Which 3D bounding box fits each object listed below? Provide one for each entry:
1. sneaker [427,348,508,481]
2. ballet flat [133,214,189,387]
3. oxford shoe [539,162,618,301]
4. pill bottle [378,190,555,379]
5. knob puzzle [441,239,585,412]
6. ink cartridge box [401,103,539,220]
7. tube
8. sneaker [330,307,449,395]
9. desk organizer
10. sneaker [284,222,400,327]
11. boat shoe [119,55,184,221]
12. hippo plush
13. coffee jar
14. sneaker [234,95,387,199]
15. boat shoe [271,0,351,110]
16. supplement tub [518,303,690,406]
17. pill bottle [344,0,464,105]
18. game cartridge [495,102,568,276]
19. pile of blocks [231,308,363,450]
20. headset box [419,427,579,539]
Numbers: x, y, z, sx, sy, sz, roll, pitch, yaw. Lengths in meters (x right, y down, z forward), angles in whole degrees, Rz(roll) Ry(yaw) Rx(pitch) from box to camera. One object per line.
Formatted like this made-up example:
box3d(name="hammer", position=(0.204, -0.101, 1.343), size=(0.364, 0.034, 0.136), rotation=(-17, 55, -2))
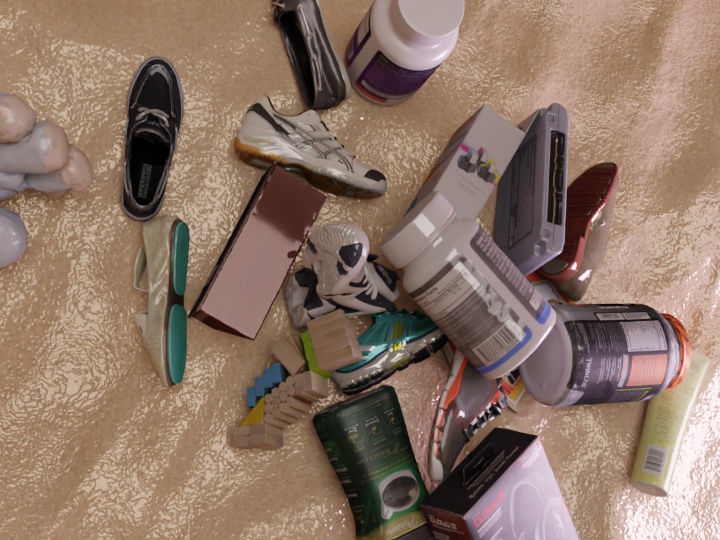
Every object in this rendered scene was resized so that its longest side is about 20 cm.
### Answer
box3d(name="sneaker", position=(0.134, 0.159, 1.301), size=(0.080, 0.077, 0.203), rotation=(18, 67, 5))
box3d(name="ballet flat", position=(-0.234, 0.037, 1.275), size=(0.061, 0.067, 0.204), rotation=(-3, 75, 12))
box3d(name="oxford shoe", position=(0.295, -0.052, 1.438), size=(0.075, 0.070, 0.202), rotation=(48, 61, -35))
box3d(name="pill bottle", position=(0.119, 0.015, 1.252), size=(0.114, 0.114, 0.200), rotation=(-44, 96, -18))
box3d(name="knob puzzle", position=(0.174, 0.047, 1.393), size=(0.215, 0.030, 0.224), rotation=(3, 79, -15))
box3d(name="ink cartridge box", position=(0.134, -0.127, 1.370), size=(0.067, 0.115, 0.202), rotation=(34, 72, -7))
box3d(name="tube", position=(0.399, 0.190, 1.424), size=(0.058, 0.051, 0.203), rotation=(42, 61, -45))
box3d(name="sneaker", position=(0.048, 0.075, 1.328), size=(0.197, 0.078, 0.081), rotation=(-24, 75, -12))
box3d(name="desk organizer", position=(-0.121, -0.018, 1.303), size=(0.076, 0.072, 0.202), rotation=(29, 73, -11))
box3d(name="sneaker", position=(0.000, 0.000, 1.274), size=(0.128, 0.200, 0.080), rotation=(-10, 62, -27))
box3d(name="boat shoe", position=(-0.248, -0.163, 1.295), size=(0.070, 0.068, 0.204), rotation=(11, 77, -13))
box3d(name="hippo plush", position=(-0.408, -0.098, 1.190), size=(0.198, 0.159, 0.163), rotation=(31, 73, -8))
box3d(name="coffee jar", position=(0.024, 0.245, 1.285), size=(0.103, 0.085, 0.203), rotation=(-18, 84, -25))
box3d(name="sneaker", position=(-0.052, -0.153, 1.344), size=(0.197, 0.076, 0.089), rotation=(20, 75, -12))
box3d(name="boat shoe", position=(-0.076, -0.296, 1.368), size=(0.056, 0.067, 0.203), rotation=(-25, 90, -28))
box3d(name="supplement tub", position=(0.304, 0.103, 1.361), size=(0.197, 0.122, 0.125), rotation=(1, 79, -27))
box3d(name="pill bottle", position=(0.055, -0.285, 1.333), size=(0.109, 0.200, 0.114), rotation=(3, 79, -15))
box3d(name="game cartridge", position=(0.213, -0.092, 1.373), size=(0.040, 0.133, 0.204), rotation=(15, 67, -20))
box3d(name="pile of blocks", position=(-0.075, 0.132, 1.287), size=(0.200, 0.062, 0.082), rotation=(-45, 62, 5))
box3d(name="headset box", position=(0.165, 0.294, 1.270), size=(0.148, 0.077, 0.203), rotation=(-37, 115, -33))
